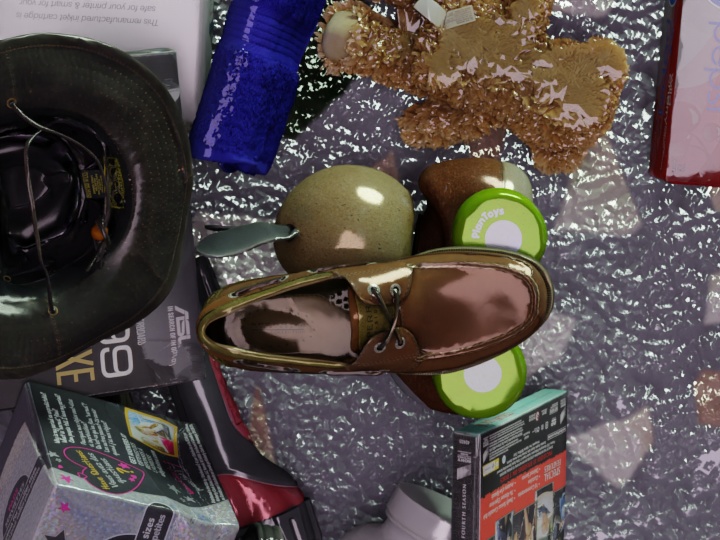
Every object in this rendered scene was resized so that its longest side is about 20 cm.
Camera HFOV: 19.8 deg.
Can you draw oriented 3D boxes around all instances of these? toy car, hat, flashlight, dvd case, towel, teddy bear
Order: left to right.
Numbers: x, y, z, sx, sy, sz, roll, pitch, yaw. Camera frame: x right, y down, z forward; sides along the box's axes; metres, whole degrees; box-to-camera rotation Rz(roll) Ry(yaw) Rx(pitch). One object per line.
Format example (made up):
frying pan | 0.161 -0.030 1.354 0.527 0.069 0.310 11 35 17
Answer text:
hat | -0.194 -0.041 1.133 0.200 0.081 0.201 -9 106 -33
flashlight | -0.086 0.091 1.321 0.068 0.068 0.200 -18 91 -2
towel | -0.049 -0.154 1.245 0.049 0.148 0.200 17 94 1
toy car | 0.000 0.000 1.255 0.200 0.164 0.158 8 96 -3
teddy bear | 0.070 -0.139 1.300 0.200 0.067 0.145 8 87 5
dvd case | 0.091 0.183 1.271 0.022 0.146 0.200 4 100 26

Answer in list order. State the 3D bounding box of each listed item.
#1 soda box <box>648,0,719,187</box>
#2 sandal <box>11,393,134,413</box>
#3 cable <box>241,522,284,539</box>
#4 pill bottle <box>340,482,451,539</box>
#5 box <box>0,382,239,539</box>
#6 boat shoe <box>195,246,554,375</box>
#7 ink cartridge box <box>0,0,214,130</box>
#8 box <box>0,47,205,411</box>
soda box | 0.225 -0.153 1.290 0.063 0.070 0.200 4 96 -2
sandal | -0.176 0.092 1.324 0.080 0.057 0.201 -22 111 -3
cable | -0.076 0.220 1.296 0.050 0.097 0.200 18 125 -14
pill bottle | 0.015 0.241 1.311 0.112 0.112 0.200 26 96 -3
box | -0.166 0.188 1.175 0.115 0.132 0.200 16 107 -22
boat shoe | 0.008 0.030 1.150 0.200 0.068 0.072 -9 92 10
ink cartridge box | -0.162 -0.190 1.273 0.145 0.088 0.200 3 96 0
box | -0.179 -0.024 1.209 0.158 0.050 0.200 -7 100 -18
